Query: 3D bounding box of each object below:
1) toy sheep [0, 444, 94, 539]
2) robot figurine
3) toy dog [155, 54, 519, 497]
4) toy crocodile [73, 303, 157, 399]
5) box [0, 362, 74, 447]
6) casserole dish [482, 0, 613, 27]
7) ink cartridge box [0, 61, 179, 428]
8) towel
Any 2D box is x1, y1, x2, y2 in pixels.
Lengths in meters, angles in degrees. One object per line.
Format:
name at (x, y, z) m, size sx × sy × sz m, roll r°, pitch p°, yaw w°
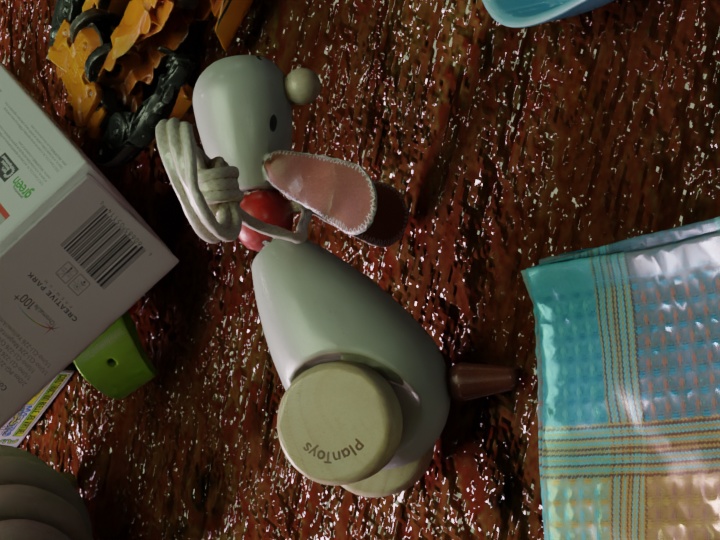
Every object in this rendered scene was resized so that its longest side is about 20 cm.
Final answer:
toy sheep at (-0.205, 0.156, 1.101) m, size 0.200 × 0.137 × 0.139 m, roll 32°, pitch 113°, yaw 52°
robot figurine at (-0.101, -0.149, 1.045) m, size 0.200 × 0.058 × 0.145 m, roll -57°, pitch 43°, yaw 35°
toy dog at (0.000, 0.000, 0.843) m, size 0.132 × 0.096 × 0.201 m, roll -74°, pitch -38°, yaw -76°
toy crocodile at (-0.164, -0.002, 1.126) m, size 0.067 × 0.062 × 0.200 m, roll -42°, pitch 40°, yaw -2°
box at (-0.232, 0.004, 1.242) m, size 0.110 × 0.035 × 0.201 m, roll -48°, pitch 50°, yaw 43°
casserole dish at (0.106, -0.166, 0.759) m, size 0.200 × 0.039 × 0.122 m, roll -25°, pitch 66°, yaw 51°
ink cartridge box at (-0.218, -0.012, 1.064) m, size 0.175 × 0.084 × 0.200 m, roll -42°, pitch 39°, yaw -3°
towel at (0.114, 0.083, 0.739) m, size 0.146 × 0.022 × 0.201 m, roll -15°, pitch 75°, yaw 55°
